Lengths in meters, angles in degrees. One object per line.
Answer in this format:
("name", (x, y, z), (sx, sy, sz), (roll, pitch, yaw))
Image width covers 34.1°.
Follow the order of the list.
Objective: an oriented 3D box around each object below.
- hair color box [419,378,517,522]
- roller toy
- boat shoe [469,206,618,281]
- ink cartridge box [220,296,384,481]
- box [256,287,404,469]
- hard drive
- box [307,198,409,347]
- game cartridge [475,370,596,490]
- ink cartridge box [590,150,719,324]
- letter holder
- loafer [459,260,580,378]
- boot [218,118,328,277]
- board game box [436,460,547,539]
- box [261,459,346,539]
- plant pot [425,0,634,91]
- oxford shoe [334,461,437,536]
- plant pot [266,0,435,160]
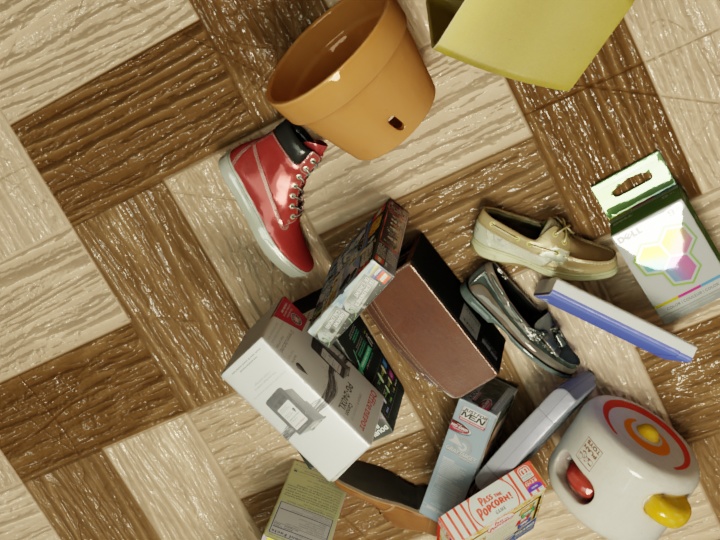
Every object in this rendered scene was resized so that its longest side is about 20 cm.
("hair color box", (0.154, 0.258, 1.678), (0.060, 0.099, 0.202), (24, 116, 17))
("roller toy", (0.360, 0.267, 1.596), (0.181, 0.200, 0.141), (30, 115, 4))
("boat shoe", (0.245, -0.037, 1.553), (0.198, 0.074, 0.067), (11, 120, 7))
("ink cartridge box", (-0.069, 0.152, 1.520), (0.083, 0.145, 0.200), (-42, 99, 20))
("box", (-0.051, 0.148, 1.662), (0.148, 0.125, 0.201), (-25, 106, 19))
("hard drive", (0.332, 0.065, 1.551), (0.198, 0.132, 0.026), (26, 88, 0))
("box", (0.000, 0.000, 1.547), (0.040, 0.200, 0.137), (37, 116, -10))
("game cartridge", (0.242, 0.226, 1.633), (0.042, 0.133, 0.201), (46, 116, 19))
("ink cartridge box", (0.393, -0.041, 1.529), (0.103, 0.059, 0.201), (-29, 105, 21))
("letter holder", (0.083, 0.079, 1.622), (0.142, 0.101, 0.201), (-34, 103, 24))
("loafer", (0.227, 0.067, 1.602), (0.199, 0.072, 0.063), (39, 117, -4))
("boot", (-0.085, -0.099, 1.597), (0.143, 0.072, 0.201), (-26, 102, 19))
("board game box", (0.180, 0.355, 1.649), (0.151, 0.201, 0.046), (-29, 65, -13))
("box", (-0.099, 0.418, 1.746), (0.096, 0.200, 0.177), (20, 115, 2))
("plant pot", (0.206, -0.330, 1.381), (0.175, 0.201, 0.201), (28, 116, -14))
("oxford shoe", (0.044, 0.350, 1.762), (0.198, 0.071, 0.072), (23, 121, -1))
("plant pot", (0.001, -0.234, 1.465), (0.199, 0.201, 0.140), (-35, 119, 22))
